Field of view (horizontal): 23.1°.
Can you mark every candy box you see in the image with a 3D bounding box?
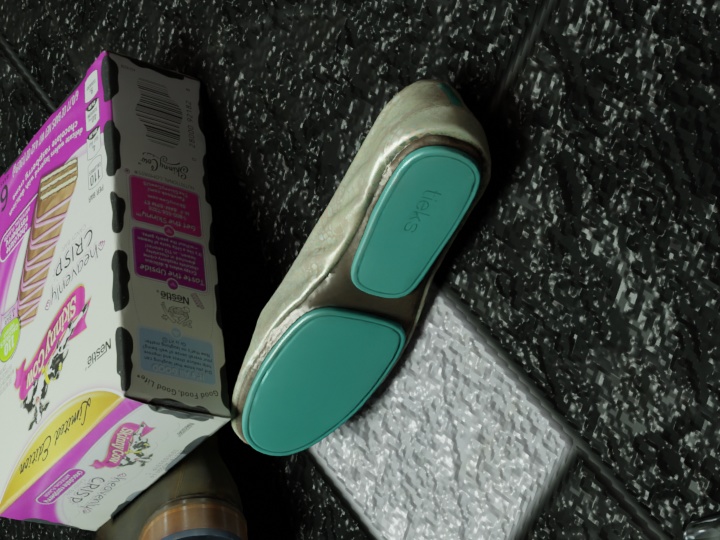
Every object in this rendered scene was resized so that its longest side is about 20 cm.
[{"bbox_3d":[-0.131,0.011,0.885,0.136,0.061,0.201,-41,46,41],"label":"candy box"}]

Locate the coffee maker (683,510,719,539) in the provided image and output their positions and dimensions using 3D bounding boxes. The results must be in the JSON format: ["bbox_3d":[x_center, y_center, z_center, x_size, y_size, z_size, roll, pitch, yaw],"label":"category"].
[{"bbox_3d":[0.212,0.153,0.542,0.191,0.135,0.201,-12,85,13],"label":"coffee maker"}]

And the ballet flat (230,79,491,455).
[{"bbox_3d":[0.000,0.000,0.798,0.200,0.067,0.062,-56,28,30],"label":"ballet flat"}]

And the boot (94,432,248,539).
[{"bbox_3d":[-0.109,0.149,0.930,0.200,0.074,0.097,-54,33,43],"label":"boot"}]
